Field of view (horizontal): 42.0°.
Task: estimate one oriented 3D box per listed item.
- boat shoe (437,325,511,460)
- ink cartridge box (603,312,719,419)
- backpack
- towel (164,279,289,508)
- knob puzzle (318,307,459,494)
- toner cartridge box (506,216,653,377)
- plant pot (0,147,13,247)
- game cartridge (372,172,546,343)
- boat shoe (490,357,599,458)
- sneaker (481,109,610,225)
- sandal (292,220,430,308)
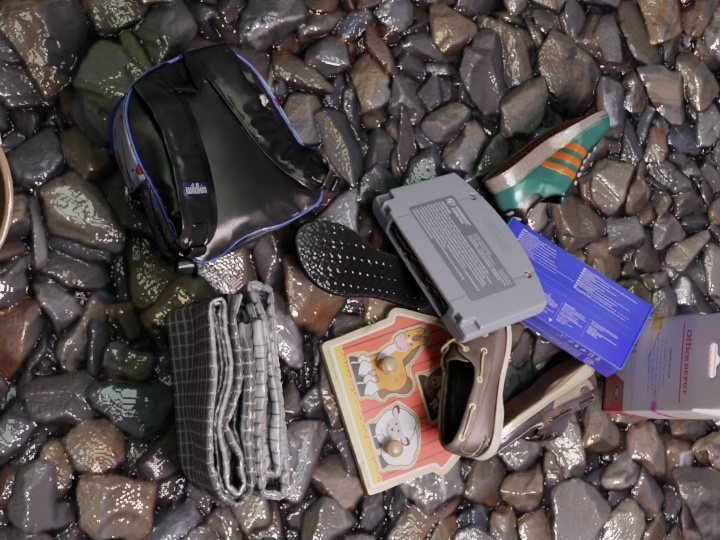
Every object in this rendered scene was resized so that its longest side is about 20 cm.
[{"bbox_3d":[0.121,0.106,1.044,0.059,0.072,0.201,17,71,-36],"label":"boat shoe"},{"bbox_3d":[0.383,0.117,1.121,0.067,0.200,0.117,13,78,-23],"label":"ink cartridge box"},{"bbox_3d":[-0.152,-0.116,0.932,0.200,0.154,0.191,-30,104,-32],"label":"backpack"},{"bbox_3d":[-0.131,0.117,0.902,0.085,0.166,0.201,-3,84,-19],"label":"towel"},{"bbox_3d":[0.070,0.137,1.066,0.219,0.030,0.220,4,80,-25],"label":"knob puzzle"},{"bbox_3d":[0.237,0.032,1.118,0.200,0.043,0.095,33,68,3],"label":"toner cartridge box"},{"bbox_3d":[-0.414,-0.070,0.821,0.200,0.093,0.201,-6,103,-27],"label":"plant pot"},{"bbox_3d":[0.115,-0.020,1.058,0.133,0.041,0.200,-18,62,-26],"label":"game cartridge"},{"bbox_3d":[0.214,0.170,1.105,0.200,0.072,0.065,-30,94,-34],"label":"boat shoe"},{"bbox_3d":[0.242,-0.128,1.167,0.200,0.071,0.080,-34,102,-20],"label":"sneaker"},{"bbox_3d":[0.000,0.000,1.052,0.200,0.045,0.075,20,80,-36],"label":"sandal"}]
